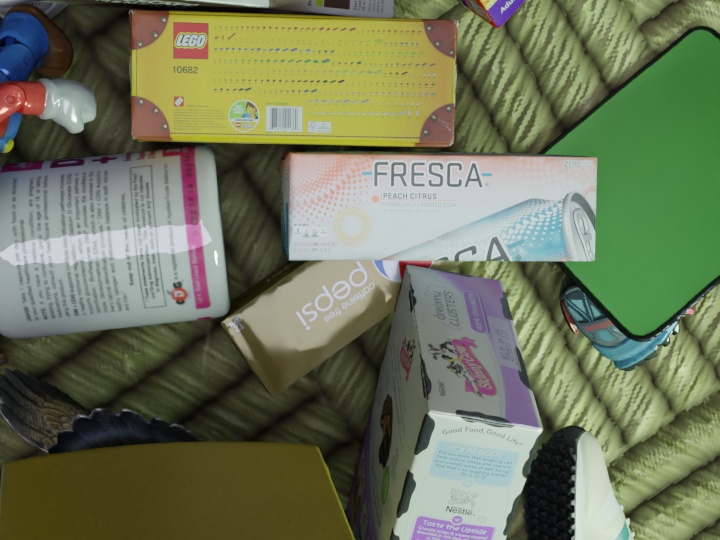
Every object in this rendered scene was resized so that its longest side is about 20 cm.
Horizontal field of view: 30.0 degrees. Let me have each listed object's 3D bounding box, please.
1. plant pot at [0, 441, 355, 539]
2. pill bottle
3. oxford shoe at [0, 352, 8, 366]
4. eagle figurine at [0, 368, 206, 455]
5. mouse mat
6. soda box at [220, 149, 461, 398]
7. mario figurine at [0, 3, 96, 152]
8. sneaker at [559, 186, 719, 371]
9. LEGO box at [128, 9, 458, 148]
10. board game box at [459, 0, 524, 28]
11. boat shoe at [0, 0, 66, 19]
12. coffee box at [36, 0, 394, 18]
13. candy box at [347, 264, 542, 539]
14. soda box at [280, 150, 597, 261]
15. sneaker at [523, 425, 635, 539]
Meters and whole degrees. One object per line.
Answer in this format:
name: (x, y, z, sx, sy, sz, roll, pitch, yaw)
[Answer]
plant pot: (-0.077, 0.204, 0.714, 0.174, 0.200, 0.202, -17, 113, -7)
pill bottle: (-0.188, -0.016, 0.878, 0.197, 0.113, 0.115, -6, 96, -5)
oxford shoe: (-0.336, 0.053, 0.893, 0.197, 0.071, 0.072, -4, 92, -4)
eagle figurine: (-0.152, 0.157, 0.878, 0.150, 0.151, 0.203, -8, 104, 6)
mouse mat: (0.212, -0.064, 0.916, 0.199, 0.008, 0.161, -39, 61, -2)
soda box: (0.000, 0.000, 0.920, 0.199, 0.068, 0.064, -36, 98, -2)
mario figurine: (-0.236, -0.072, 0.819, 0.105, 0.201, 0.124, 30, 129, -15)
sneaker: (0.214, -0.032, 0.934, 0.095, 0.079, 0.201, 36, 91, -6)
LEGO box: (-0.045, -0.120, 0.864, 0.197, 0.149, 0.078, 1, 95, -6)
board game box: (0.086, -0.276, 0.857, 0.152, 0.046, 0.200, -47, 138, 0)
boat shoe: (-0.170, -0.241, 0.880, 0.071, 0.069, 0.200, 41, 90, -6)
coffee box: (-0.089, -0.200, 0.833, 0.198, 0.114, 0.081, -1, 97, -32)
candy box: (0.045, 0.126, 0.854, 0.071, 0.168, 0.202, 9, 119, -8)
soda box: (0.048, -0.041, 0.856, 0.197, 0.064, 0.069, 0, 95, -6)
sneaker: (0.176, 0.208, 0.967, 0.092, 0.070, 0.203, -5, 94, -23)
